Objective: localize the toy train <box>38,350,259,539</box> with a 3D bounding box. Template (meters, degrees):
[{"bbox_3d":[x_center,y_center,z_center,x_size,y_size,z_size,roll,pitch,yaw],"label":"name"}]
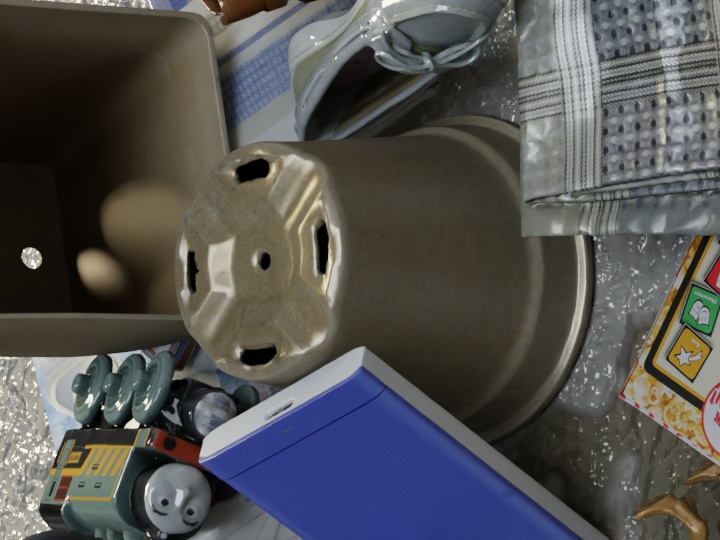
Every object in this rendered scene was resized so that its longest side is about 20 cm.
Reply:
[{"bbox_3d":[-0.129,0.113,1.665,0.200,0.085,0.114,-7,62,65],"label":"toy train"}]

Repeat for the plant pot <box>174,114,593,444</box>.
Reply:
[{"bbox_3d":[0.000,0.000,1.585,0.200,0.183,0.201,-5,82,42],"label":"plant pot"}]

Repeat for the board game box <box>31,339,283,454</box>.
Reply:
[{"bbox_3d":[-0.124,0.073,1.784,0.200,0.043,0.200,-32,66,35],"label":"board game box"}]

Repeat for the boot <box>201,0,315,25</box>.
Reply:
[{"bbox_3d":[-0.015,-0.190,1.604,0.200,0.155,0.077,40,152,59],"label":"boot"}]

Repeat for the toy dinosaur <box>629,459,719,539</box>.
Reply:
[{"bbox_3d":[0.206,0.157,1.483,0.200,0.060,0.106,-30,91,42],"label":"toy dinosaur"}]

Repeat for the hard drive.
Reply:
[{"bbox_3d":[0.025,0.130,1.552,0.132,0.200,0.025,-31,33,36],"label":"hard drive"}]

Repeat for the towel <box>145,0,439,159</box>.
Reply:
[{"bbox_3d":[-0.046,-0.146,1.709,0.147,0.024,0.200,-35,57,12],"label":"towel"}]

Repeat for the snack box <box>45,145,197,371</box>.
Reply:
[{"bbox_3d":[-0.161,-0.018,1.783,0.200,0.024,0.072,41,112,39],"label":"snack box"}]

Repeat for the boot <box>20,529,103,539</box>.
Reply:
[{"bbox_3d":[-0.133,0.262,1.589,0.066,0.165,0.200,-34,41,15],"label":"boot"}]

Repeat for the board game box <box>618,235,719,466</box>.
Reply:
[{"bbox_3d":[0.240,0.018,1.459,0.151,0.046,0.201,37,110,38],"label":"board game box"}]

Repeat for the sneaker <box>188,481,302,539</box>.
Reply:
[{"bbox_3d":[-0.068,0.171,1.682,0.200,0.100,0.075,-39,20,38],"label":"sneaker"}]

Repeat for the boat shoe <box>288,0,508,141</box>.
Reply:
[{"bbox_3d":[0.019,-0.123,1.569,0.202,0.074,0.065,-21,62,56],"label":"boat shoe"}]

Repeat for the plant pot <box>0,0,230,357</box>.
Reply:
[{"bbox_3d":[-0.205,-0.038,1.688,0.177,0.199,0.201,-32,62,53],"label":"plant pot"}]

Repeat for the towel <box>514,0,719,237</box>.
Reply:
[{"bbox_3d":[0.157,-0.116,1.473,0.192,0.034,0.201,-4,89,37],"label":"towel"}]
